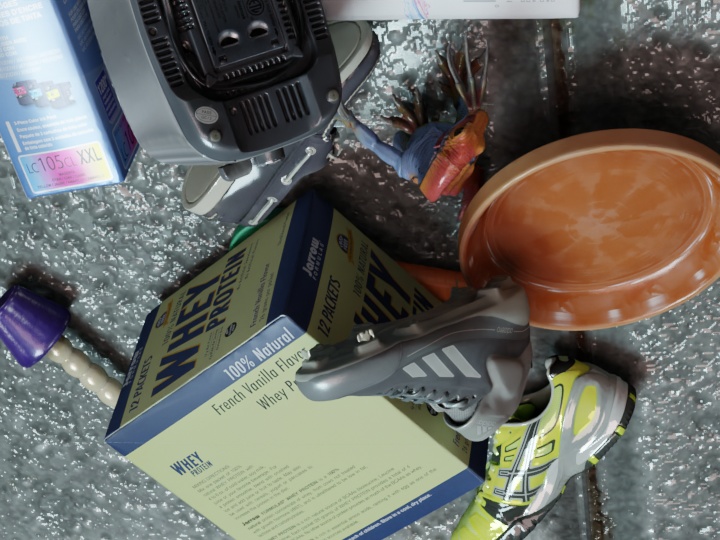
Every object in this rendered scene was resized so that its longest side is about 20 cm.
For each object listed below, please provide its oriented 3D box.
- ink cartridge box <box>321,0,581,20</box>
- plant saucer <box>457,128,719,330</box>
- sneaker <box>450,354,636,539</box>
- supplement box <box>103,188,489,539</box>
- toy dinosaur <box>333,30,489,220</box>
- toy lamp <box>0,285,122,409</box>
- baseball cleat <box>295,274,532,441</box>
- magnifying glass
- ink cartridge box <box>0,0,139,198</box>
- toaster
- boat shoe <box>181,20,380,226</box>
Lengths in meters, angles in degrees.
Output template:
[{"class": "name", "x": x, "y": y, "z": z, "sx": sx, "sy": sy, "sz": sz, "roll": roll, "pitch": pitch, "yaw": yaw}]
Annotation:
[{"class": "ink cartridge box", "x": 0.038, "y": -0.237, "z": 0.995, "sx": 0.198, "sy": 0.084, "sz": 0.146, "roll": 1, "pitch": 124, "yaw": 9}, {"class": "plant saucer", "x": 0.165, "y": -0.029, "z": 1.111, "sx": 0.198, "sy": 0.033, "sz": 0.201, "roll": -3, "pitch": 142, "yaw": -2}, {"class": "sneaker", "x": 0.126, "y": 0.143, "z": 1.249, "sx": 0.076, "sy": 0.076, "sz": 0.201, "roll": 35, "pitch": 112, "yaw": -6}, {"class": "supplement box", "x": -0.040, "y": 0.090, "z": 1.178, "sx": 0.199, "sy": 0.135, "sz": 0.199, "roll": 40, "pitch": 125, "yaw": -23}, {"class": "toy dinosaur", "x": 0.063, "y": -0.079, "z": 1.032, "sx": 0.104, "sy": 0.182, "sz": 0.200, "roll": -31, "pitch": 122, "yaw": 15}, {"class": "toy lamp", "x": -0.206, "y": 0.088, "z": 1.270, "sx": 0.200, "sy": 0.058, "sz": 0.058, "roll": 41, "pitch": 120, "yaw": -18}, {"class": "baseball cleat", "x": 0.047, "y": 0.072, "z": 1.062, "sx": 0.069, "sy": 0.199, "sz": 0.108, "roll": 0, "pitch": 106, "yaw": 53}, {"class": "magnifying glass", "x": 0.000, "y": 0.000, "z": 1.200, "sx": 0.198, "sy": 0.022, "sz": 0.080, "roll": 11, "pitch": 125, "yaw": 5}, {"class": "ink cartridge box", "x": -0.204, "y": -0.168, "z": 1.049, "sx": 0.075, "sy": 0.137, "sz": 0.202, "roll": -11, "pitch": 121, "yaw": 13}, {"class": "toaster", "x": -0.097, "y": -0.154, "z": 0.965, "sx": 0.113, "sy": 0.129, "sz": 0.202, "roll": -22, "pitch": 95, "yaw": -24}, {"class": "boat shoe", "x": -0.045, "y": -0.099, "z": 1.121, "sx": 0.062, "sy": 0.073, "sz": 0.200, "roll": 26, "pitch": 129, "yaw": -31}]
